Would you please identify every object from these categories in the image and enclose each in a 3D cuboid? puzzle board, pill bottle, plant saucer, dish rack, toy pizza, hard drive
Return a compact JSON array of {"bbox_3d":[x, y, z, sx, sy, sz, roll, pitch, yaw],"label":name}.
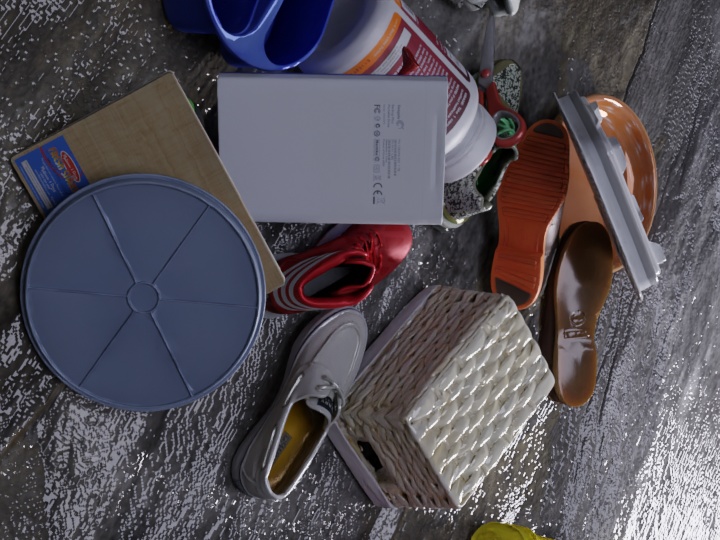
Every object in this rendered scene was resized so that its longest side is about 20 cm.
[{"bbox_3d":[-0.172,-0.041,1.175,0.150,0.017,0.201,-27,107,4],"label":"puzzle board"},{"bbox_3d":[0.040,-0.174,1.362,0.200,0.112,0.114,41,65,-35],"label":"pill bottle"},{"bbox_3d":[0.262,-0.097,1.616,0.199,0.037,0.203,-1,92,-41],"label":"plant saucer"},{"bbox_3d":[0.262,-0.085,1.489,0.172,0.043,0.201,-96,161,-61],"label":"dish rack"},{"bbox_3d":[-0.176,0.018,1.168,0.198,0.032,0.203,-2,107,-6],"label":"toy pizza"},{"bbox_3d":[-0.025,-0.106,1.257,0.197,0.025,0.133,1,114,0],"label":"hard drive"}]

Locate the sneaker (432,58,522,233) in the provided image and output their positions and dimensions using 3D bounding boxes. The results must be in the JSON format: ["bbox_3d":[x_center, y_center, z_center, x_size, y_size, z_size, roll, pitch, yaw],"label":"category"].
[{"bbox_3d":[0.138,-0.129,1.468,0.077,0.088,0.202,37,67,-36],"label":"sneaker"}]

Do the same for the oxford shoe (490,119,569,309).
[{"bbox_3d":[0.182,-0.063,1.514,0.073,0.071,0.202,-26,131,-66],"label":"oxford shoe"}]

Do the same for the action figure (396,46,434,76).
[{"bbox_3d":[-0.011,-0.113,1.295,0.200,0.052,0.065,-43,121,15],"label":"action figure"}]

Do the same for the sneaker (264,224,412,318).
[{"bbox_3d":[0.000,0.000,1.327,0.199,0.115,0.079,-28,110,-37],"label":"sneaker"}]

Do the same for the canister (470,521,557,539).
[{"bbox_3d":[0.201,0.360,1.539,0.199,0.086,0.150,21,77,-42],"label":"canister"}]

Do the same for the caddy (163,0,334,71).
[{"bbox_3d":[-0.084,-0.271,1.252,0.141,0.104,0.202,29,72,-39],"label":"caddy"}]

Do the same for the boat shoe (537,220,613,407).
[{"bbox_3d":[0.223,0.044,1.555,0.070,0.070,0.202,7,95,-22],"label":"boat shoe"}]

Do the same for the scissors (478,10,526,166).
[{"bbox_3d":[0.122,-0.190,1.470,0.014,0.073,0.202,47,26,-47],"label":"scissors"}]

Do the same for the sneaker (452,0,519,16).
[{"bbox_3d":[0.102,-0.311,1.448,0.199,0.075,0.082,8,94,-41],"label":"sneaker"}]

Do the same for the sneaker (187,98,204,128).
[{"bbox_3d":[-0.143,-0.052,1.234,0.083,0.076,0.202,-25,117,-45],"label":"sneaker"}]

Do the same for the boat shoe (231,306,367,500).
[{"bbox_3d":[-0.043,0.121,1.309,0.071,0.070,0.201,43,70,-27],"label":"boat shoe"}]

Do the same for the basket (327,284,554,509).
[{"bbox_3d":[0.080,0.125,1.398,0.200,0.123,0.136,-47,119,-30],"label":"basket"}]
